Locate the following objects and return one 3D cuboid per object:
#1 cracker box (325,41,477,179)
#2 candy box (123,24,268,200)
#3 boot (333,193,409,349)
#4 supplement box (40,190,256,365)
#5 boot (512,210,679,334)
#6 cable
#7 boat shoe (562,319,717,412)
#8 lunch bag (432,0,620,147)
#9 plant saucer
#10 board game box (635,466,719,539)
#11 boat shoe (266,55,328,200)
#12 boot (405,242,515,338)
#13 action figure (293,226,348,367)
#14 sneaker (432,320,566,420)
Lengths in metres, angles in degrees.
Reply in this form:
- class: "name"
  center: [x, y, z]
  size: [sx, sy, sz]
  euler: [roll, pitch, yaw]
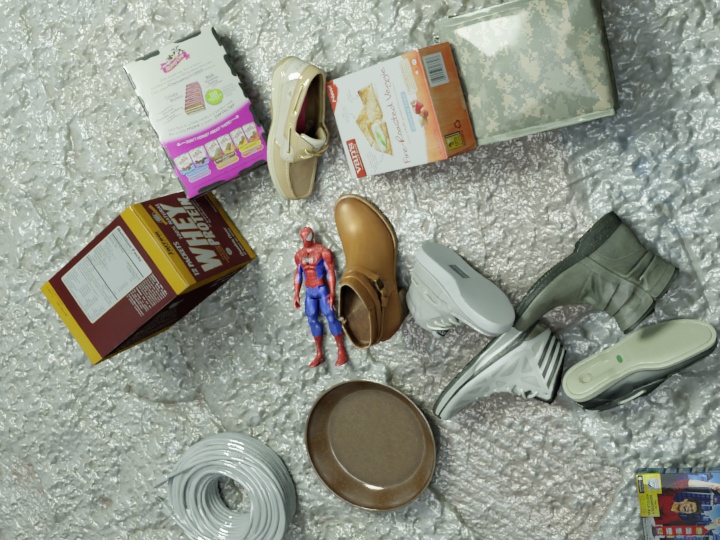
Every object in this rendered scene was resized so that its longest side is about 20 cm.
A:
- class: "cracker box"
  center: [0.047, -0.196, 1.324]
  size: [0.200, 0.058, 0.134]
  euler: [-6, 103, 56]
- class: "candy box"
  center: [-0.219, -0.214, 1.440]
  size: [0.136, 0.061, 0.200]
  euler: [-26, 94, -7]
- class: "boot"
  center: [0.000, 0.000, 1.388]
  size: [0.074, 0.155, 0.200]
  euler: [-24, 94, 25]
- class: "supplement box"
  center: [-0.293, 0.002, 1.478]
  size: [0.200, 0.197, 0.133]
  euler: [-37, 87, 25]
- class: "boot"
  center: [0.292, 0.034, 1.312]
  size: [0.200, 0.068, 0.131]
  euler: [-45, 84, 6]
- class: "cable"
  center: [-0.195, 0.346, 1.599]
  size: [0.200, 0.069, 0.200]
  euler: [-39, 88, 24]
- class: "boat shoe"
  center: [0.360, 0.123, 1.340]
  size: [0.200, 0.072, 0.068]
  euler: [-27, 129, 18]
- class: "lunch bag"
  center: [0.199, -0.246, 1.270]
  size: [0.199, 0.118, 0.164]
  euler: [-11, 100, 18]
- class: "plant saucer"
  center: [0.017, 0.246, 1.509]
  size: [0.200, 0.037, 0.201]
  euler: [6, 106, 20]
- class: "board game box"
  center: [0.466, 0.340, 1.345]
  size: [0.199, 0.062, 0.201]
  euler: [-5, 101, 21]
- class: "boat shoe"
  center: [-0.078, -0.180, 1.400]
  size: [0.069, 0.074, 0.201]
  euler: [21, 125, 34]
- class: "boot"
  center: [0.125, 0.051, 1.363]
  size: [0.200, 0.073, 0.096]
  euler: [52, 133, 50]
- class: "action figure"
  center: [-0.060, 0.037, 1.482]
  size: [0.065, 0.052, 0.201]
  euler: [-5, 99, 26]
- class: "sneaker"
  center: [0.192, 0.156, 1.396]
  size: [0.115, 0.076, 0.201]
  euler: [45, 112, 7]
